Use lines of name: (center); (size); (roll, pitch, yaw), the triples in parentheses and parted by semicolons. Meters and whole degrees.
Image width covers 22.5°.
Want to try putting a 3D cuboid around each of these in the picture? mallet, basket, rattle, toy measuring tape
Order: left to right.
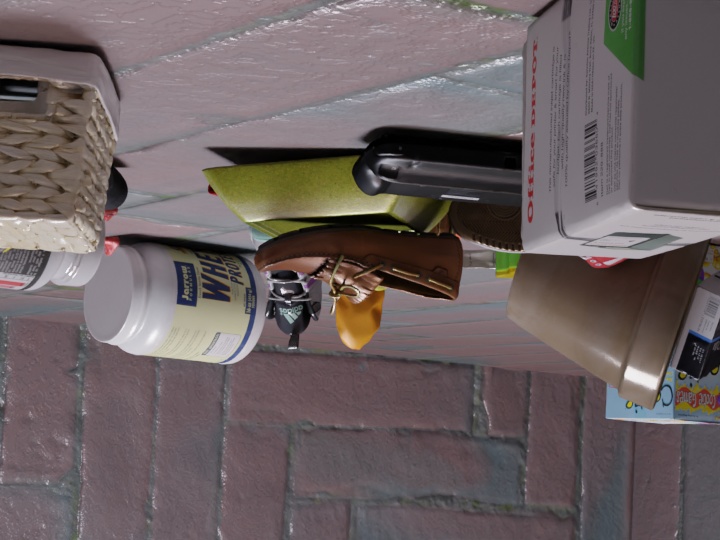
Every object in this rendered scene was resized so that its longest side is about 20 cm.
basket: (-0.253, -0.085, 1.336); (0.135, 0.124, 0.200); (4, 174, -2)
mallet: (-0.312, -0.043, 1.709); (0.200, 0.041, 0.066); (-29, 169, -7)
rattle: (0.041, 0.009, 1.941); (0.200, 0.143, 0.130); (2, 166, 43)
toy measuring tape: (0.158, -0.015, 1.985); (0.199, 0.074, 0.074); (2, 173, 5)

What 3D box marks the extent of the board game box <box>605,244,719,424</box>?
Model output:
board game box: (0.353, 0.072, 2.056); (0.103, 0.201, 0.105); (9, 172, -40)

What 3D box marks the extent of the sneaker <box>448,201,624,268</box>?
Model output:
sneaker: (0.186, -0.043, 1.716); (0.199, 0.071, 0.112); (0, 170, 7)

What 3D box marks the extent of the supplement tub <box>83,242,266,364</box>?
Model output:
supplement tub: (-0.237, 0.041, 2.312); (0.200, 0.145, 0.145); (9, 171, -38)

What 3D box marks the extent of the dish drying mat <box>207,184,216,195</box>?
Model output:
dish drying mat: (-0.066, -0.067, 1.851); (0.077, 0.018, 0.200); (-4, 170, 34)

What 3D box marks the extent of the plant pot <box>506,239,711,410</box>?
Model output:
plant pot: (0.246, 0.021, 1.832); (0.173, 0.200, 0.200); (18, 176, 11)

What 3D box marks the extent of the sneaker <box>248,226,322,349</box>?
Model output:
sneaker: (-0.079, 0.019, 2.060); (0.078, 0.140, 0.200); (2, 174, 15)

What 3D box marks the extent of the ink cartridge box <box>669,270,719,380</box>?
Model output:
ink cartridge box: (0.391, 0.037, 1.879); (0.039, 0.100, 0.200); (26, -150, 26)

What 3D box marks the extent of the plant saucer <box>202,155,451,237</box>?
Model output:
plant saucer: (-0.022, -0.061, 1.682); (0.199, 0.048, 0.200); (-4, 171, 14)

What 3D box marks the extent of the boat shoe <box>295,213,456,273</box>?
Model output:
boat shoe: (0.001, -0.029, 1.840); (0.200, 0.072, 0.068); (-15, 167, 32)

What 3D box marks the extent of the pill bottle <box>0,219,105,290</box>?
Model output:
pill bottle: (-0.362, -0.041, 1.799); (0.200, 0.116, 0.116); (9, 171, -38)

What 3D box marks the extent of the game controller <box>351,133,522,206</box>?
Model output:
game controller: (0.095, -0.082, 1.540); (0.199, 0.042, 0.104); (5, 171, -14)

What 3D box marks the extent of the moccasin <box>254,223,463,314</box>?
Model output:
moccasin: (-0.001, 0.000, 1.663); (0.201, 0.078, 0.074); (5, 170, -29)

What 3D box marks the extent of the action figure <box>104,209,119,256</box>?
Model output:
action figure: (-0.373, -0.044, 1.962); (0.200, 0.065, 0.099); (8, 155, -30)

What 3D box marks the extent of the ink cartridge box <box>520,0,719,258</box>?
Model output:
ink cartridge box: (0.157, -0.089, 1.019); (0.084, 0.146, 0.200); (3, 174, -11)
